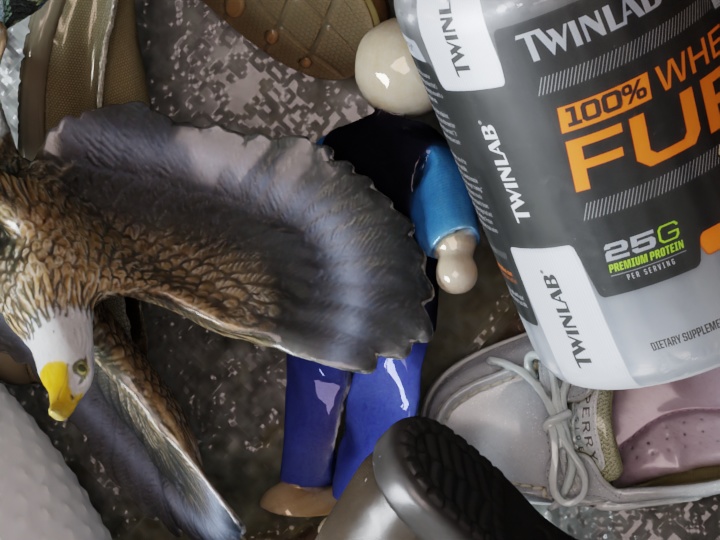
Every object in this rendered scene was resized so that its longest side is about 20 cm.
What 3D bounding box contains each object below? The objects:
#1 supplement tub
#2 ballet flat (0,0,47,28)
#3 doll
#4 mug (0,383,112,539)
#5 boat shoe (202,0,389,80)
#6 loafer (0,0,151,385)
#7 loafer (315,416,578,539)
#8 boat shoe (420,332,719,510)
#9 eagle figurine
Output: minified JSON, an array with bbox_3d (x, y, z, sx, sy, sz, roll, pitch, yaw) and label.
[{"bbox_3d":[0.088,-0.068,1.016,0.122,0.123,0.201,-21,111,10],"label":"supplement tub"},{"bbox_3d":[-0.139,-0.142,1.067,0.074,0.200,0.075,-5,116,-11],"label":"ballet flat"},{"bbox_3d":[0.000,0.000,1.086,0.136,0.048,0.202,20,104,48],"label":"doll"},{"bbox_3d":[-0.173,0.114,1.063,0.147,0.200,0.176,-28,77,-3],"label":"mug"},{"bbox_3d":[-0.053,-0.167,1.098,0.200,0.068,0.072,49,133,-9],"label":"boat shoe"},{"bbox_3d":[-0.103,-0.048,1.111,0.067,0.076,0.201,10,108,0],"label":"loafer"},{"bbox_3d":[0.060,0.137,1.066,0.071,0.073,0.200,-35,111,26],"label":"loafer"},{"bbox_3d":[0.119,0.056,1.073,0.200,0.065,0.075,-1,90,11],"label":"boat shoe"},{"bbox_3d":[-0.096,0.009,1.036,0.199,0.151,0.152,24,68,-27],"label":"eagle figurine"}]
